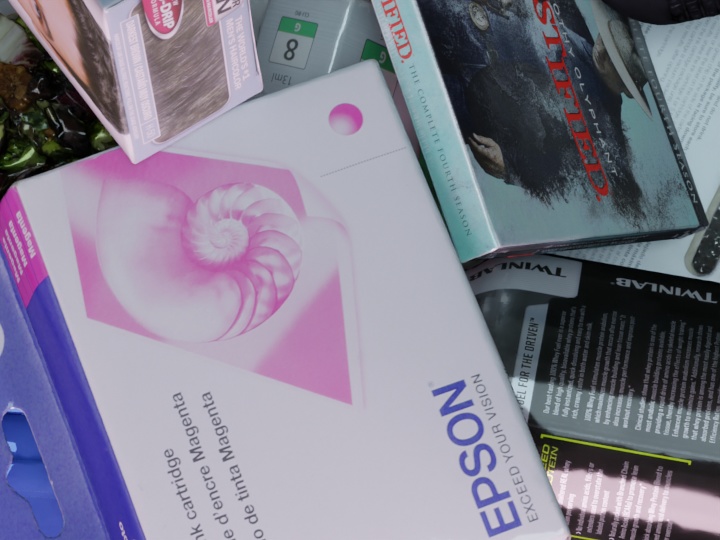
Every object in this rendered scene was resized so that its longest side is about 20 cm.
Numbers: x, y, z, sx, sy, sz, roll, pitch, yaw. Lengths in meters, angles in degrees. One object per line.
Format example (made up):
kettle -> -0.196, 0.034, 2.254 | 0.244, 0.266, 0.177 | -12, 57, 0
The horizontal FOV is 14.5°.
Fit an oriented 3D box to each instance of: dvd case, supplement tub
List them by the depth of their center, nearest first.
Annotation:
supplement tub -> 0.107, 0.060, 1.119 | 0.200, 0.123, 0.123 | 10, 89, 3
dvd case -> 0.070, -0.078, 1.134 | 0.022, 0.200, 0.146 | -22, 81, 28

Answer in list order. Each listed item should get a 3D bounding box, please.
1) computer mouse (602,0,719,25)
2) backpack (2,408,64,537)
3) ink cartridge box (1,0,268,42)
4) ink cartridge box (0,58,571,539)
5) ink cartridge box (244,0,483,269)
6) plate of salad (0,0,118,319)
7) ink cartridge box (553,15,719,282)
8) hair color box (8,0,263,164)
computer mouse -> 0.193, -0.135, 1.186 | 0.200, 0.059, 0.034 | -8, 134, 1
backpack -> -0.168, 0.063, 1.160 | 0.162, 0.200, 0.168 | -1, 90, -2
ink cartridge box -> -0.058, -0.122, 1.206 | 0.145, 0.083, 0.200 | 26, 88, 17
ink cartridge box -> -0.051, 0.045, 1.029 | 0.200, 0.043, 0.197 | -20, 76, -8
ink cartridge box -> 0.000, 0.000, 1.153 | 0.050, 0.161, 0.200 | 12, 86, 38
plate of salad -> -0.145, -0.065, 1.119 | 0.200, 0.048, 0.200 | -9, 52, 12
ink cartridge box -> 0.093, -0.054, 1.253 | 0.200, 0.041, 0.200 | 27, 88, -3
hair color box -> -0.116, -0.146, 1.039 | 0.061, 0.099, 0.200 | -32, 63, -15
